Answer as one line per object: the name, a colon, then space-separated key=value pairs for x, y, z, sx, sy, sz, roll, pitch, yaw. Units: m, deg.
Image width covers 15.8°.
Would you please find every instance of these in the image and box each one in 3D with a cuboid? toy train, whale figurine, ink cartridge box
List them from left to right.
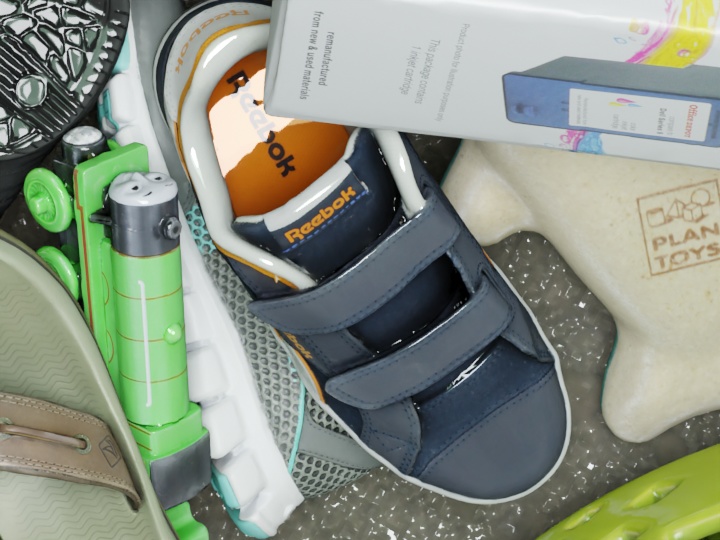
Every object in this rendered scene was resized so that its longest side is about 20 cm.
toy train: x=-0.078 y=0.048 z=0.881 sx=0.056 sy=0.042 sz=0.201 roll=23 pitch=126 yaw=39
ink cartridge box: x=0.077 y=-0.116 z=0.790 sx=0.198 sy=0.088 sz=0.146 roll=8 pitch=66 yaw=-4
whale figurine: x=0.102 y=-0.043 z=0.911 sx=0.158 sy=0.104 sz=0.201 roll=-15 pitch=113 yaw=1

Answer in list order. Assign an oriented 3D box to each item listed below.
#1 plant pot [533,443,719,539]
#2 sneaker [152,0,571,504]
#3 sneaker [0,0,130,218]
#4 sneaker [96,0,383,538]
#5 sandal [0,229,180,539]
plant pot: x=0.164 y=0.146 z=0.836 sx=0.181 sy=0.200 sz=0.199 roll=-43 pitch=104 yaw=-7
sneaker: x=0.000 y=0.000 z=0.848 sx=0.078 sy=0.079 sz=0.200 roll=-39 pitch=99 yaw=0
sneaker: x=-0.151 y=-0.027 z=0.898 sx=0.060 sy=0.104 sz=0.200 roll=38 pitch=89 yaw=-4
sneaker: x=-0.034 y=-0.012 z=0.918 sx=0.091 sy=0.078 sz=0.201 roll=-18 pitch=97 yaw=-8
sandal: x=-0.107 y=0.067 z=0.831 sx=0.079 sy=0.057 sz=0.202 roll=-30 pitch=101 yaw=9
